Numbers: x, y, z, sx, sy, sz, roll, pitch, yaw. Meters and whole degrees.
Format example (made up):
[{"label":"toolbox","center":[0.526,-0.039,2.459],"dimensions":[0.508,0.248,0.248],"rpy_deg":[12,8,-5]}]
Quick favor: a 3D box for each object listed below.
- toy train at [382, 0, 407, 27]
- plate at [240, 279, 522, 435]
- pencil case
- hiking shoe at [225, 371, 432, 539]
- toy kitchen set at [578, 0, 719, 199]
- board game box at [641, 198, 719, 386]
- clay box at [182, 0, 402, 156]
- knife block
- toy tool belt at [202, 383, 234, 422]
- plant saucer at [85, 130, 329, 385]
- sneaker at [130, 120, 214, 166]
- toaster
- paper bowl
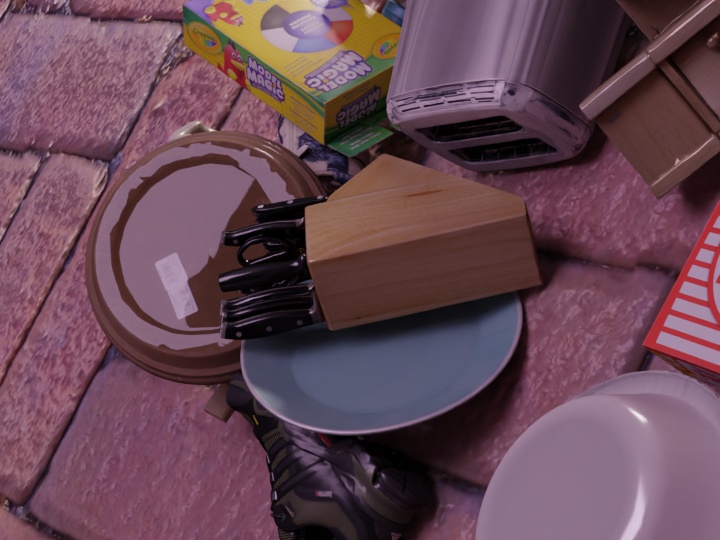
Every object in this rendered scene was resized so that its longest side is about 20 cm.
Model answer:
[{"label":"toy train","center":[0.010,-0.273,1.498],"dimensions":[0.116,0.200,0.085],"rpy_deg":[-58,32,9]},{"label":"plate","center":[0.015,0.049,1.310],"dimensions":[0.200,0.026,0.200],"rpy_deg":[-8,39,7]},{"label":"pencil case","center":[-0.035,-0.111,1.522],"dimensions":[0.078,0.089,0.200],"rpy_deg":[-27,41,18]},{"label":"hiking shoe","center":[-0.043,0.143,1.318],"dimensions":[0.200,0.076,0.101],"rpy_deg":[34,98,45]},{"label":"toy kitchen set","center":[0.195,-0.156,1.111],"dimensions":[0.200,0.163,0.180],"rpy_deg":[-40,0,21]},{"label":"board game box","center":[0.268,0.009,1.057],"dimensions":[0.200,0.046,0.152],"rpy_deg":[20,80,57]},{"label":"clay box","center":[-0.035,-0.173,1.498],"dimensions":[0.115,0.048,0.200],"rpy_deg":[-32,52,-31]},{"label":"knife block","center":[0.000,0.000,1.299],"dimensions":[0.200,0.064,0.176],"rpy_deg":[21,51,41]},{"label":"toy tool belt","center":[-0.120,0.015,1.495],"dimensions":[0.123,0.125,0.200],"rpy_deg":[-50,50,18]},{"label":"plant saucer","center":[-0.114,-0.014,1.411],"dimensions":[0.200,0.029,0.201],"rpy_deg":[-3,73,11]},{"label":"sneaker","center":[-0.145,-0.071,1.644],"dimensions":[0.088,0.081,0.200],"rpy_deg":[-50,34,16]},{"label":"toaster","center":[0.107,-0.150,1.347],"dimensions":[0.200,0.114,0.129],"rpy_deg":[-4,65,50]},{"label":"paper bowl","center":[0.144,0.150,1.056],"dimensions":[0.201,0.104,0.201],"rpy_deg":[-33,41,35]}]
